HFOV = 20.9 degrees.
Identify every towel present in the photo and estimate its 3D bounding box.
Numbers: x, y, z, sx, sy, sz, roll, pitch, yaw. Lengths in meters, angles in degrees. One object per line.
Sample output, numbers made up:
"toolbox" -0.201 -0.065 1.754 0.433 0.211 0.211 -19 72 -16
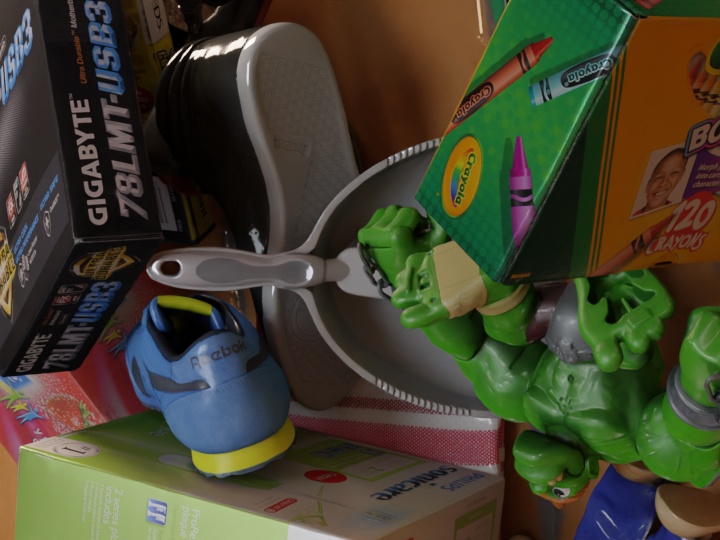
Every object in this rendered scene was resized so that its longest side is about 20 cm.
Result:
"towel" 0.013 0.061 1.016 0.145 0.030 0.202 4 98 30

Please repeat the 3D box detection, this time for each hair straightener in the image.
"hair straightener" -0.066 -0.140 1.031 0.041 0.077 0.201 26 87 21

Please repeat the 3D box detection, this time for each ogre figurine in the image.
"ogre figurine" 0.096 0.038 0.849 0.199 0.120 0.099 -1 50 29

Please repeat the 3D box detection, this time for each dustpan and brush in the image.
"dustpan and brush" 0.000 0.000 0.927 0.057 0.198 0.141 -83 -4 -81

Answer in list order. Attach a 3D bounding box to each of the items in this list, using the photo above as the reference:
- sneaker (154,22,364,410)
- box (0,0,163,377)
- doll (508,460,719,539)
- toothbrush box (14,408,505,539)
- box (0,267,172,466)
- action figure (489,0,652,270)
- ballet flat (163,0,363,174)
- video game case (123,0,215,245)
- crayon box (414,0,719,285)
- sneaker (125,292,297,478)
"sneaker" -0.048 -0.031 0.990 0.099 0.070 0.202 18 123 52
"box" -0.156 -0.071 0.975 0.200 0.049 0.200 133 128 -62
"doll" 0.104 0.172 0.933 0.137 0.048 0.201 51 127 44
"toothbrush box" -0.050 0.134 0.960 0.199 0.145 0.087 13 102 29
"box" -0.188 0.017 1.129 0.094 0.103 0.201 -26 104 42
"action figure" 0.094 -0.075 0.892 0.054 0.118 0.202 -16 99 17
"ballet flat" -0.068 -0.097 1.087 0.200 0.046 0.068 49 127 31
"video game case" -0.188 -0.107 1.133 0.199 0.026 0.182 6 122 30
"crayon box" 0.127 -0.065 0.773 0.058 0.199 0.119 46 125 33
"sneaker" -0.082 0.036 0.978 0.200 0.065 0.079 -144 35 -69
